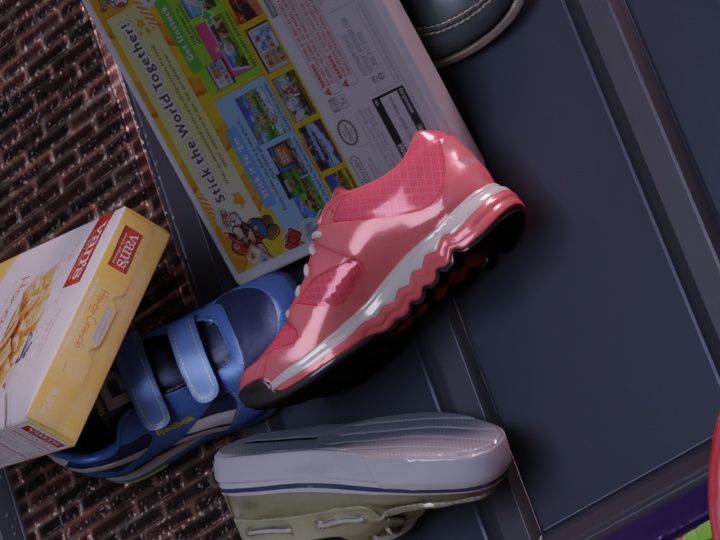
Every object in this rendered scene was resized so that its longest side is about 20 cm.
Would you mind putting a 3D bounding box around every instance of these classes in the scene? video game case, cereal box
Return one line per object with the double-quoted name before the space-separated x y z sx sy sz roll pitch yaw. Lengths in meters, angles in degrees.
"video game case" -0.047 -0.111 1.464 0.182 0.023 0.200 -24 98 33
"cereal box" -0.196 0.047 1.527 0.200 0.039 0.144 -21 42 58

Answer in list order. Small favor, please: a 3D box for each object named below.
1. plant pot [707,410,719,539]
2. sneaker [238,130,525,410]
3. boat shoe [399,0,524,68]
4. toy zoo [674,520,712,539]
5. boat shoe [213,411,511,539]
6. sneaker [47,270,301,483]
"plant pot" 0.283 0.100 1.131 0.200 0.182 0.201 -6 80 38
"sneaker" 0.000 0.000 1.431 0.200 0.074 0.087 -41 72 18
"boat shoe" 0.002 -0.154 1.461 0.200 0.062 0.073 -4 78 36
"toy zoo" 0.155 0.218 1.318 0.200 0.020 0.131 -34 64 29
"boat shoe" 0.005 0.120 1.430 0.200 0.072 0.062 -5 105 41
"sneaker" -0.111 0.067 1.508 0.200 0.082 0.074 -36 62 27
